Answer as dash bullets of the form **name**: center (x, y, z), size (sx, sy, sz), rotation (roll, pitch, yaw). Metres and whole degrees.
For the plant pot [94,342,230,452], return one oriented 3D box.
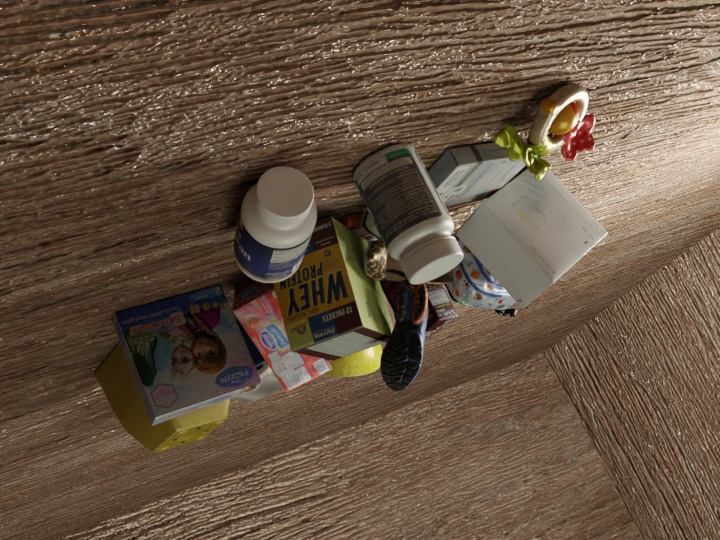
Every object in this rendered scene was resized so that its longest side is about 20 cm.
- **plant pot**: center (-0.359, 0.228, 1.707), size (0.194, 0.201, 0.195), rotation (-9, 156, -43)

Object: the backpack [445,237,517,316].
- **backpack**: center (0.274, -0.003, 1.979), size (0.190, 0.201, 0.154), rotation (-6, 150, -34)

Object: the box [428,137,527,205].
- **box**: center (0.199, -0.172, 1.603), size (0.199, 0.041, 0.156), rotation (-12, 159, -34)

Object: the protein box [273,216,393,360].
- **protein box**: center (-0.051, 0.039, 1.570), size (0.134, 0.199, 0.200), rotation (-20, 165, 14)

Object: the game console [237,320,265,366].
- **game console**: center (-0.151, 0.121, 1.821), size (0.199, 0.119, 0.171), rotation (-27, 165, 7)

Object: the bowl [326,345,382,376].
- **bowl**: center (-0.042, 0.154, 2.062), size (0.200, 0.200, 0.108), rotation (-11, 115, -39)

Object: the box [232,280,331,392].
- **box**: center (-0.144, 0.110, 1.653), size (0.102, 0.200, 0.095), rotation (-28, -157, 7)

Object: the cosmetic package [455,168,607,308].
- **cosmetic package**: center (0.332, -0.072, 1.732), size (0.200, 0.199, 0.123), rotation (-37, 171, -33)

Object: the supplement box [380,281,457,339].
- **supplement box**: center (0.104, 0.033, 1.793), size (0.061, 0.201, 0.109), rotation (-11, 158, -40)

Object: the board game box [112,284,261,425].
- **board game box**: center (-0.299, 0.141, 1.538), size (0.199, 0.200, 0.041), rotation (-17, 161, -30)

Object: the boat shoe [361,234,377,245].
- **boat shoe**: center (0.000, 0.000, 1.777), size (0.070, 0.066, 0.200), rotation (-17, 160, -27)

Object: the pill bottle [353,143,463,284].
- **pill bottle**: center (0.077, -0.088, 1.401), size (0.113, 0.201, 0.113), rotation (-23, 163, -8)

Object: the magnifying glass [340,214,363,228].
- **magnifying glass**: center (0.046, -0.099, 1.638), size (0.199, 0.022, 0.080), rotation (-13, 158, -41)

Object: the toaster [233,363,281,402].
- **toaster**: center (-0.234, 0.218, 2.007), size (0.199, 0.114, 0.129), rotation (-29, 161, 16)

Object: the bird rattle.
- **bird rattle**: center (0.340, -0.241, 1.514), size (0.199, 0.113, 0.163), rotation (-20, 146, -27)

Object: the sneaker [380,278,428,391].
- **sneaker**: center (0.088, 0.115, 1.574), size (0.075, 0.201, 0.078), rotation (14, 180, 17)

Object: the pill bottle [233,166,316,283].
- **pill bottle**: center (-0.126, -0.069, 1.320), size (0.111, 0.111, 0.200), rotation (-19, 161, -21)

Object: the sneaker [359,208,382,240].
- **sneaker**: center (0.078, -0.077, 1.598), size (0.200, 0.080, 0.074), rotation (18, 91, -51)

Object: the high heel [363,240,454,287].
- **high heel**: center (0.086, -0.008, 1.571), size (0.142, 0.072, 0.200), rotation (9, 176, 15)
